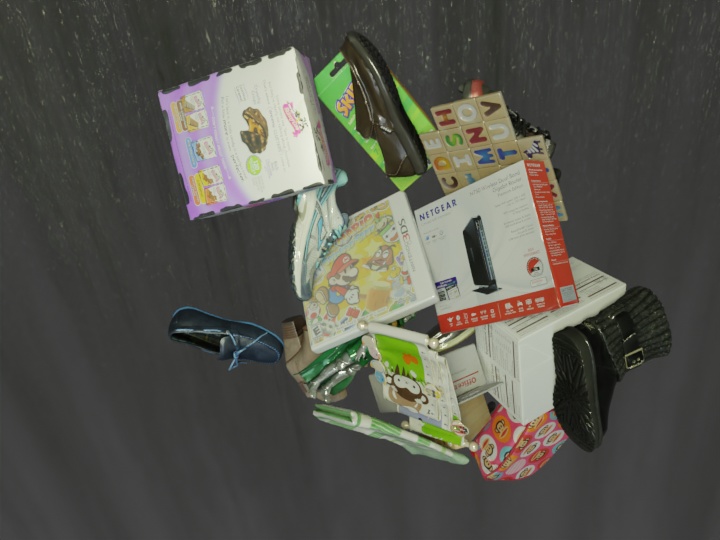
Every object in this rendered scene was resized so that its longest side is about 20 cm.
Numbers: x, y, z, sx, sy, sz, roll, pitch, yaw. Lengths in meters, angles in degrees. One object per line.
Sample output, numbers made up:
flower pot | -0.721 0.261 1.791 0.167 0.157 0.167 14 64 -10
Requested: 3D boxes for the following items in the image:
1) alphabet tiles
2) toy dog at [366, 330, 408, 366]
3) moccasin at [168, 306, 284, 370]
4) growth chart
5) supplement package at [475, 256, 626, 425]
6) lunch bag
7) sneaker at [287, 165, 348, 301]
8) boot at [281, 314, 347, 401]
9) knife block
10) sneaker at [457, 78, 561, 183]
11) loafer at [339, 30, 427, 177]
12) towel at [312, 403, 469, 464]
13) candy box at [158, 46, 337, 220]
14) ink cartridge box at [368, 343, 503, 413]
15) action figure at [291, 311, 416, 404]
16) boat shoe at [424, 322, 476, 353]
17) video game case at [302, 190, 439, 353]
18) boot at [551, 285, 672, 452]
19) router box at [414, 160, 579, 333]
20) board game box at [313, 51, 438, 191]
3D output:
alphabet tiles | 0.171 -0.138 0.754 0.164 0.008 0.202 0 134 39
toy dog | 0.037 0.057 0.913 0.129 0.097 0.205 17 105 -2
moccasin | -0.230 0.128 0.960 0.195 0.069 0.082 14 124 -3
growth chart | 0.073 0.154 0.765 0.142 0.018 0.204 1 122 41
supplement package | 0.284 0.102 0.853 0.196 0.111 0.159 -22 121 -17
lunch bag | 0.306 0.286 1.003 0.173 0.083 0.203 8 124 -32
sneaker | -0.058 -0.056 0.812 0.084 0.078 0.206 6 92 -12
boot | -0.055 0.143 0.929 0.198 0.070 0.149 -8 106 50
knife block | 0.177 0.222 0.922 0.172 0.200 0.065 -18 82 -19
sneaker | 0.204 -0.175 0.754 0.096 0.071 0.202 -12 125 43
loafer | 0.019 -0.202 0.728 0.070 0.073 0.203 -22 112 19
towel | 0.040 0.243 0.835 0.197 0.024 0.152 28 160 -22
candy box | -0.145 -0.173 0.745 0.195 0.071 0.172 -12 96 14
ink cartridge box | 0.112 0.168 0.878 0.114 0.199 0.068 -15 83 -31
action figure | 0.005 0.116 0.838 0.200 0.055 0.118 -43 145 8
boat shoe | 0.165 0.060 0.889 0.198 0.072 0.067 -32 97 -7
video game case | 0.000 0.000 0.823 0.196 0.186 0.023 -25 148 17
boot | 0.355 0.142 0.794 0.155 0.079 0.216 -23 120 -18
router box | 0.171 -0.023 0.754 0.198 0.048 0.184 -22 79 50
board game box | 0.029 -0.213 0.779 0.095 0.030 0.200 -37 115 20
